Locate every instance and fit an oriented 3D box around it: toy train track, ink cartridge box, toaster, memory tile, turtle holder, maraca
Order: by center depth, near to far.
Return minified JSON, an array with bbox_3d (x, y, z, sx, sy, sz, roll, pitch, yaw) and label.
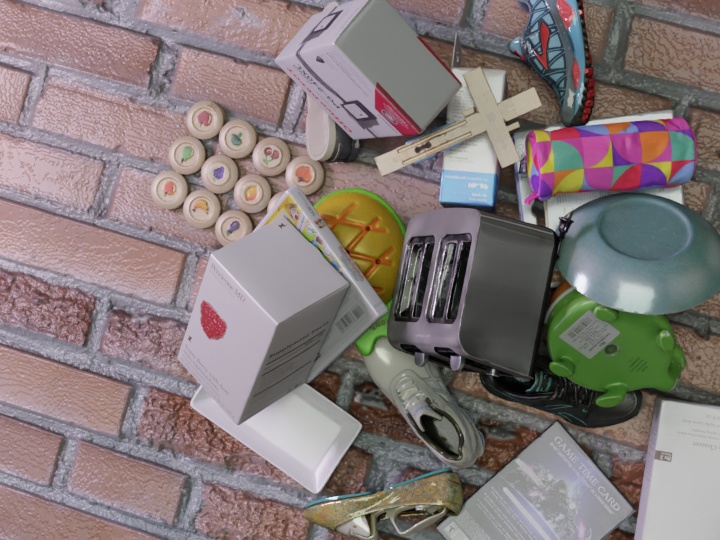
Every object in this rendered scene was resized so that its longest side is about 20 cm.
[{"bbox_3d":[0.131,0.019,1.559,0.118,0.181,0.202,15,84,-26],"label":"toaster"},{"bbox_3d":[0.112,-0.158,1.562,0.199,0.033,0.115,-23,92,10],"label":"toy train track"},{"bbox_3d":[0.005,-0.228,1.563,0.145,0.200,0.084,43,77,-18],"label":"ink cartridge box"},{"bbox_3d":[0.302,0.065,1.574,0.184,0.132,0.142,8,125,-4],"label":"turtle holder"},{"bbox_3d":[0.138,-0.174,1.631,0.067,0.116,0.202,5,89,7],"label":"ink cartridge box"},{"bbox_3d":[0.289,-0.082,1.643,0.198,0.041,0.201,-6,87,7],"label":"ink cartridge box"},{"bbox_3d":[0.000,0.000,1.649,0.136,0.107,0.201,-18,86,14],"label":"maraca"},{"bbox_3d":[-0.156,-0.110,1.722,0.199,0.017,0.154,29,92,8],"label":"memory tile"}]

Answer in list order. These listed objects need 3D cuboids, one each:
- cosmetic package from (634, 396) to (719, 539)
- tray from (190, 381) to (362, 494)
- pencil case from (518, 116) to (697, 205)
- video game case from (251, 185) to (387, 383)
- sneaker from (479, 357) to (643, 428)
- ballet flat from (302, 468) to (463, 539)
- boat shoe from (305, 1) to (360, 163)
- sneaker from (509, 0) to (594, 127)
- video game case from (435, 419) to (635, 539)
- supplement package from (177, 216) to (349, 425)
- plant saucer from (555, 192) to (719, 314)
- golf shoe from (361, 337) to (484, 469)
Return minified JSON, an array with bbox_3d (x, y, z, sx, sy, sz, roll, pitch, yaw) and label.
[{"bbox_3d":[0.387,0.255,1.595,0.112,0.081,0.202,7,88,7],"label":"cosmetic package"},{"bbox_3d":[-0.104,0.179,1.700,0.199,0.022,0.108,34,92,8],"label":"tray"},{"bbox_3d":[0.282,-0.127,1.564,0.198,0.088,0.089,-7,87,-5],"label":"pencil case"},{"bbox_3d":[-0.070,0.021,1.635,0.023,0.200,0.182,-31,81,-38],"label":"video game case"},{"bbox_3d":[0.237,0.145,1.624,0.198,0.079,0.076,10,89,7],"label":"sneaker"},{"bbox_3d":[0.029,0.293,1.649,0.198,0.071,0.071,-15,86,4],"label":"ballet flat"},{"bbox_3d":[-0.027,-0.231,1.699,0.062,0.072,0.202,8,81,-34],"label":"boat shoe"},{"bbox_3d":[0.229,-0.259,1.644,0.095,0.079,0.202,-10,71,14],"label":"sneaker"},{"bbox_3d":[0.211,0.300,1.651,0.200,0.019,0.143,-42,83,4],"label":"video game case"},{"bbox_3d":[-0.118,0.060,1.596,0.121,0.119,0.201,45,139,19],"label":"supplement package"},{"bbox_3d":[0.317,-0.034,1.533,0.199,0.202,0.039,8,133,8],"label":"plant saucer"},{"bbox_3d":[0.073,0.152,1.638,0.078,0.097,0.200,-43,81,6],"label":"golf shoe"}]
